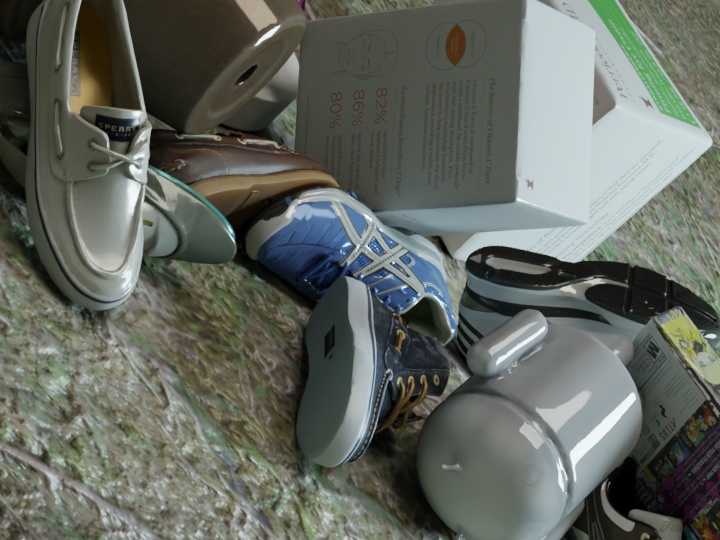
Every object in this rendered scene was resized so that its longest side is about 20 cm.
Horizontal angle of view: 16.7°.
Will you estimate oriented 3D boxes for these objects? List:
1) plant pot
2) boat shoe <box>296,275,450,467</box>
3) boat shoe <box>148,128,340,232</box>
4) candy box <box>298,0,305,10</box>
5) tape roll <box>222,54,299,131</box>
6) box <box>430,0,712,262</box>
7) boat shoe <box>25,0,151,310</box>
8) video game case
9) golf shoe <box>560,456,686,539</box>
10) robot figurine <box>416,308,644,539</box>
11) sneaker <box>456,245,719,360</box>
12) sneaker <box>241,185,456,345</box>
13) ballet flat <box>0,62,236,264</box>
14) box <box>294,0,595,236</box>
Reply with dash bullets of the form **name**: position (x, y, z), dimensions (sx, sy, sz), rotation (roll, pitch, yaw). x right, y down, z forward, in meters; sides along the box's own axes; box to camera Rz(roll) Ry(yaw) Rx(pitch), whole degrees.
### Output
- **plant pot**: position (-0.134, -0.188, 1.627), dimensions (0.175, 0.200, 0.200), rotation (47, 21, 8)
- **boat shoe**: position (0.015, 0.078, 1.625), dimensions (0.091, 0.071, 0.201), rotation (31, 25, -15)
- **boat shoe**: position (-0.085, -0.067, 1.701), dimensions (0.070, 0.070, 0.200), rotation (57, 23, 19)
- **candy box**: position (-0.130, -0.251, 1.844), dimensions (0.200, 0.061, 0.137), rotation (39, 24, -19)
- **tape roll**: position (-0.129, -0.193, 1.879), dimensions (0.203, 0.037, 0.203), rotation (39, 22, -20)
- **box**: position (0.141, -0.132, 2.059), dimensions (0.171, 0.200, 0.200), rotation (12, 42, -53)
- **boat shoe**: position (-0.159, -0.079, 1.486), dimensions (0.071, 0.070, 0.201), rotation (3, 76, -32)
- **video game case**: position (0.225, 0.152, 1.750), dimensions (0.036, 0.200, 0.182), rotation (-21, 67, -35)
- **golf shoe**: position (0.194, 0.218, 1.708), dimensions (0.078, 0.094, 0.200), rotation (14, 41, -56)
- **robot figurine**: position (0.114, 0.113, 1.665), dimensions (0.200, 0.113, 0.170), rotation (-37, 118, -42)
- **sneaker**: position (0.169, 0.056, 1.871), dimensions (0.199, 0.116, 0.076), rotation (13, 30, 3)
- **sneaker**: position (0.000, 0.000, 1.739), dimensions (0.199, 0.076, 0.077), rotation (18, 37, -43)
- **ballet flat**: position (-0.168, -0.050, 1.554), dimensions (0.200, 0.067, 0.064), rotation (39, 50, -18)
- **box**: position (0.061, -0.109, 1.807), dimensions (0.106, 0.199, 0.153), rotation (15, 76, -54)
